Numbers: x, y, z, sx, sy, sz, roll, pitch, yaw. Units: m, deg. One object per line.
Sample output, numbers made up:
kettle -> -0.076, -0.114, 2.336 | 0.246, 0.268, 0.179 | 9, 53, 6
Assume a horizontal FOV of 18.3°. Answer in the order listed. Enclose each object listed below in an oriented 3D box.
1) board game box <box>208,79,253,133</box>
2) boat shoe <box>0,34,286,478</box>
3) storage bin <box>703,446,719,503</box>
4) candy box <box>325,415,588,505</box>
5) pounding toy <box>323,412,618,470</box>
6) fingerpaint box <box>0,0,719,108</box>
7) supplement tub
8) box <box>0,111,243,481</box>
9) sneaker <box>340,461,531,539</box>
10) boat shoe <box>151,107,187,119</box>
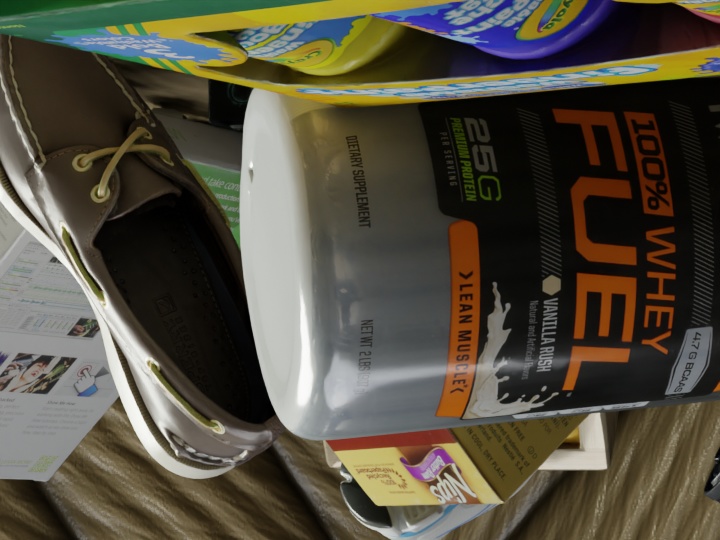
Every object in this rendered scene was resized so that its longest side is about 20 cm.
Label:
board game box -> 0.038, -0.074, 1.044 | 0.199, 0.028, 0.135 | -1, 176, 6
boat shoe -> -0.086, -0.018, 0.850 | 0.072, 0.201, 0.059 | -25, 177, -31
storage bin -> 0.228, 0.016, 0.865 | 0.094, 0.200, 0.135 | 33, 146, 3
candy box -> 0.083, 0.019, 0.997 | 0.200, 0.057, 0.117 | -42, -166, -26
pounding toy -> 0.036, 0.008, 1.175 | 0.183, 0.201, 0.142 | -1, -147, 13
fingerpaint box -> 0.029, -0.089, 0.557 | 0.199, 0.074, 0.167 | -2, 175, 33
supplement tub -> 0.066, -0.013, 0.737 | 0.199, 0.123, 0.123 | -6, 177, -12
box -> -0.135, 0.013, 0.983 | 0.200, 0.036, 0.144 | -48, 152, 20
sneaker -> 0.077, 0.063, 1.106 | 0.200, 0.075, 0.087 | -38, 152, -5
boat shoe -> -0.079, -0.015, 1.189 | 0.063, 0.071, 0.200 | 1, 146, 4
